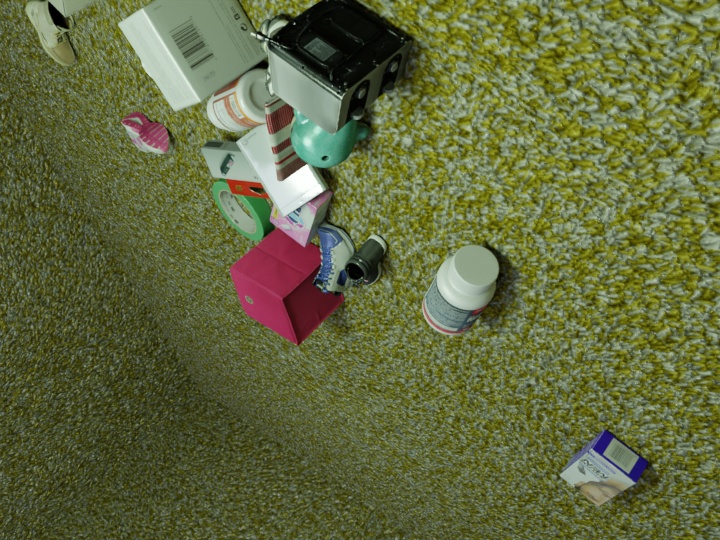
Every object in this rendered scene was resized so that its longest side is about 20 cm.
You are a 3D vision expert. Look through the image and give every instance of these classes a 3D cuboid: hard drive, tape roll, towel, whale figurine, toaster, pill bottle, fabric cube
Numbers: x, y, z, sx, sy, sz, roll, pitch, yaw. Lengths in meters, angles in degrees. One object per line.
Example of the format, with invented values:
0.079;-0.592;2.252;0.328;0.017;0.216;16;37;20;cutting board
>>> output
-0.175;-0.236;1.583;0.132;0.027;0.200;-30;94;26;hard drive
-0.325;-0.175;1.968;0.200;0.048;0.201;35;151;23;tape roll
-0.125;-0.286;1.415;0.023;0.144;0.200;37;152;27;towel
-0.051;-0.271;1.338;0.159;0.104;0.200;15;144;-28;whale figurine
-0.045;-0.346;1.176;0.200;0.181;0.119;38;153;16;toaster
-0.255;-0.362;1.538;0.200;0.112;0.112;2;130;55;pill bottle
0.201;0.038;1.409;0.120;0.120;0.200;40;153;12;pill bottle
-0.193;0.041;1.901;0.199;0.200;0.196;28;147;31;fabric cube

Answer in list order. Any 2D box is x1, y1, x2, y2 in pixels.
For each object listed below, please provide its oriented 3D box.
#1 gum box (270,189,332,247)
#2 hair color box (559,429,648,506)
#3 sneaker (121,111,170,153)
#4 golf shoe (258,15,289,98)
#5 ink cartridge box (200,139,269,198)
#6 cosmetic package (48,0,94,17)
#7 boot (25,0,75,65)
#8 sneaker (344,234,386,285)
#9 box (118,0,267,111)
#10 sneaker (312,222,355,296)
-0.143;-0.154;1.696;0.113;0.066;0.200;37;151;6;gum box
0.524;0.432;1.542;0.109;0.065;0.200;38;154;16;hair color box
-0.615;-0.387;2.078;0.200;0.081;0.088;39;155;34;sneaker
-0.136;-0.386;1.371;0.094;0.078;0.200;29;149;32;golf shoe
-0.282;-0.238;1.769;0.200;0.044;0.174;10;137;27;ink cartridge box
-0.767;-0.747;1.771;0.200;0.103;0.087;43;154;4;cosmetic package
-0.867;-0.683;2.043;0.154;0.072;0.200;15;139;43;boot
0.000;0.000;1.675;0.071;0.099;0.200;39;154;11;sneaker
-0.329;-0.459;1.416;0.131;0.200;0.199;4;131;51;box
-0.068;-0.008;1.745;0.080;0.115;0.200;20;143;40;sneaker
